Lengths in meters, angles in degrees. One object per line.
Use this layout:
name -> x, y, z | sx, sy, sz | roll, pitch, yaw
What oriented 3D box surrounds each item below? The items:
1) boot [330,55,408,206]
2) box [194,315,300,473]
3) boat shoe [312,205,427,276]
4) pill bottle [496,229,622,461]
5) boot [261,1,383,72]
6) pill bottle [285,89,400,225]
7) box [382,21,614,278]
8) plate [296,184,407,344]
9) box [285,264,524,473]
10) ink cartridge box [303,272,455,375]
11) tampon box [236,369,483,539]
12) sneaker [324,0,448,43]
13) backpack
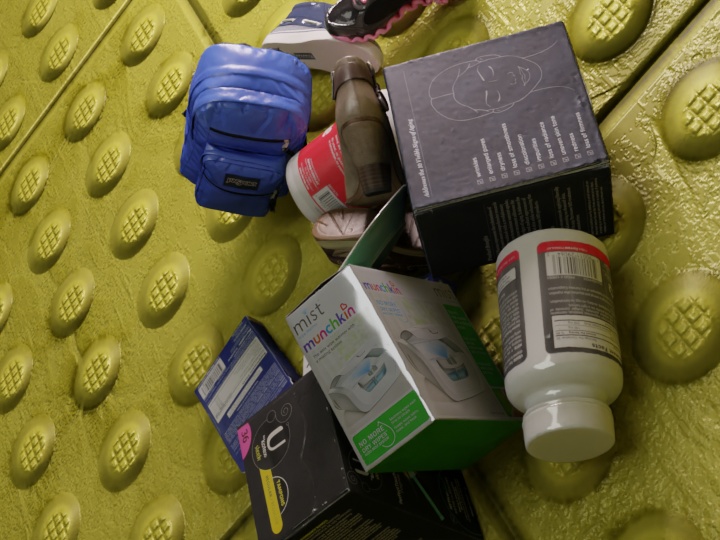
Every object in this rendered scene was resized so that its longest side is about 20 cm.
boot -> 0.006, -0.148, 1.493 | 0.070, 0.200, 0.147 | -11, 87, -2
box -> -0.129, 0.151, 1.668 | 0.122, 0.032, 0.200 | -55, 32, 9
boat shoe -> 0.042, -0.025, 1.576 | 0.199, 0.072, 0.072 | 2, 44, 26
pill bottle -> 0.189, 0.072, 1.317 | 0.110, 0.110, 0.201 | -25, 52, 36
boot -> -0.036, -0.309, 1.811 | 0.199, 0.073, 0.091 | 13, 60, 38
pill bottle -> 0.017, -0.138, 1.624 | 0.199, 0.112, 0.113 | -35, 47, 28
box -> 0.139, -0.124, 1.420 | 0.195, 0.124, 0.201 | -13, 54, 4
plate -> 0.000, 0.000, 1.442 | 0.201, 0.025, 0.200 | -56, -3, -5
box -> 0.047, 0.100, 1.361 | 0.097, 0.199, 0.177 | -39, 65, 23
ink cartridge box -> 0.019, 0.079, 1.555 | 0.199, 0.044, 0.095 | -23, 56, 37
tampon box -> -0.003, 0.214, 1.385 | 0.126, 0.199, 0.151 | -39, 45, 25
sneaker -> 0.037, -0.352, 1.698 | 0.199, 0.095, 0.079 | -25, 54, 12
backpack -> -0.135, -0.174, 1.723 | 0.200, 0.161, 0.169 | 115, 156, -57
